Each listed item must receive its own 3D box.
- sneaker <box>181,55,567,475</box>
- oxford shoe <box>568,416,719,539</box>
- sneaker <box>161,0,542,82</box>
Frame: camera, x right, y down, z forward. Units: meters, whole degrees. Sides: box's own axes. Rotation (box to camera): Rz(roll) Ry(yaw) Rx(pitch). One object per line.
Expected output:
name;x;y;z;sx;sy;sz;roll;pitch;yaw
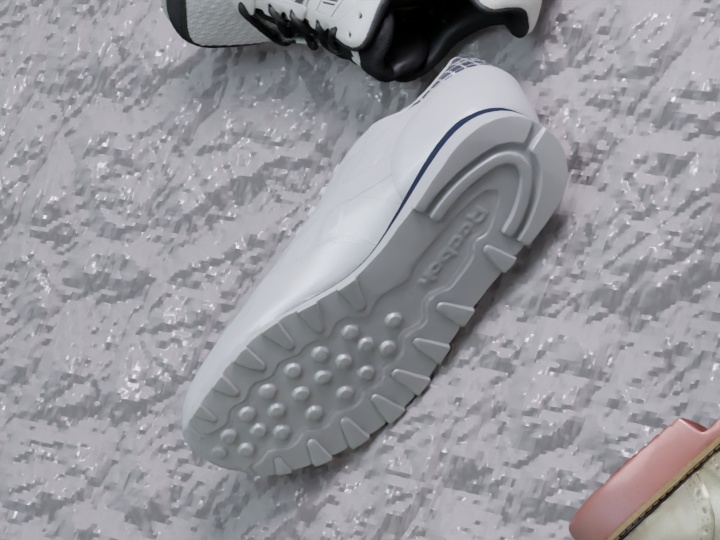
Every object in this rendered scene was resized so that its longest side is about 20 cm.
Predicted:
sneaker;0.000;0.000;1.230;0.200;0.076;0.081;-45;37;9
oxford shoe;0.171;0.057;1.069;0.200;0.071;0.074;-41;75;17
sneaker;-0.008;-0.119;1.278;0.200;0.076;0.088;-15;61;35
